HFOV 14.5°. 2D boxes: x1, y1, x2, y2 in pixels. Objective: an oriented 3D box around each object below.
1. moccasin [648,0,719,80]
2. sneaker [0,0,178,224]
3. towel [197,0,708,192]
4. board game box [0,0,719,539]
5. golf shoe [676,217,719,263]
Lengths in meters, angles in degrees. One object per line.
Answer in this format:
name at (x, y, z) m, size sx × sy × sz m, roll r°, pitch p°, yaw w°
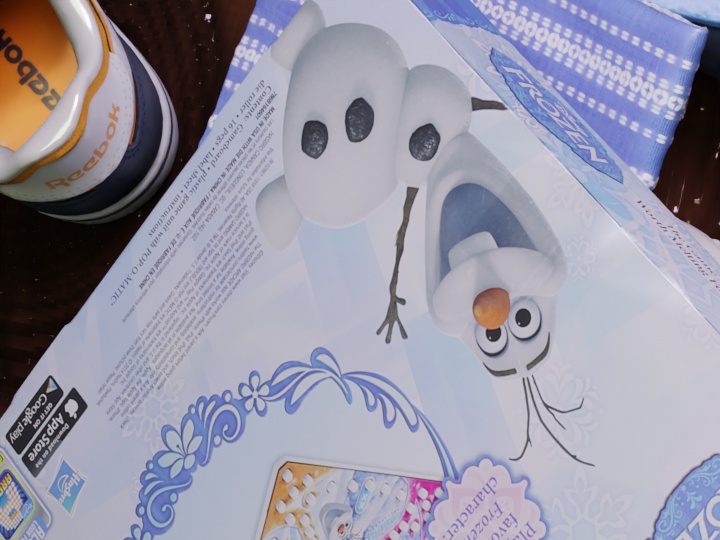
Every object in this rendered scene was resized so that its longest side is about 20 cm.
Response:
moccasin at (0.155, -0.071, 0.781) m, size 0.199 × 0.068 × 0.081 m, roll 22°, pitch 80°, yaw 9°
sneaker at (-0.136, -0.096, 0.818) m, size 0.200 × 0.079 × 0.078 m, roll 41°, pitch 92°, yaw 11°
towel at (0.000, 0.000, 0.765) m, size 0.145 × 0.024 × 0.201 m, roll 31°, pitch 106°, yaw 35°
board game box at (0.009, 0.056, 0.718) m, size 0.200 × 0.043 × 0.199 m, roll -52°, pitch 59°, yaw 21°
golf shoe at (0.062, 0.005, 0.789) m, size 0.200 × 0.091 × 0.075 m, roll 53°, pitch 127°, yaw 28°
